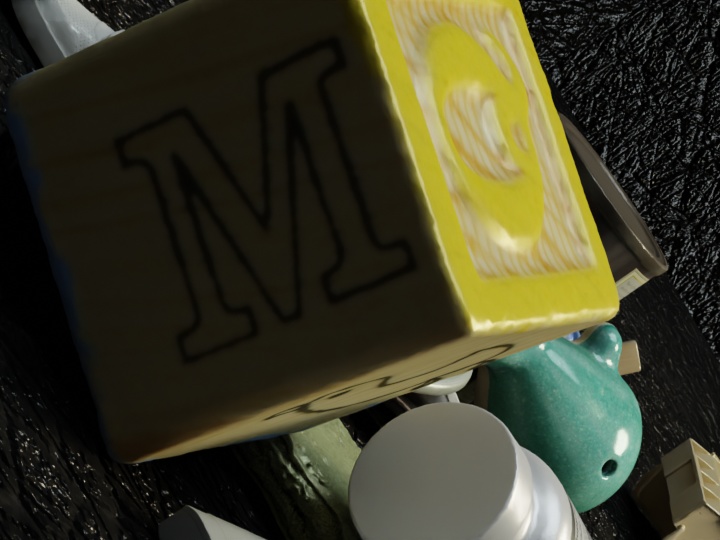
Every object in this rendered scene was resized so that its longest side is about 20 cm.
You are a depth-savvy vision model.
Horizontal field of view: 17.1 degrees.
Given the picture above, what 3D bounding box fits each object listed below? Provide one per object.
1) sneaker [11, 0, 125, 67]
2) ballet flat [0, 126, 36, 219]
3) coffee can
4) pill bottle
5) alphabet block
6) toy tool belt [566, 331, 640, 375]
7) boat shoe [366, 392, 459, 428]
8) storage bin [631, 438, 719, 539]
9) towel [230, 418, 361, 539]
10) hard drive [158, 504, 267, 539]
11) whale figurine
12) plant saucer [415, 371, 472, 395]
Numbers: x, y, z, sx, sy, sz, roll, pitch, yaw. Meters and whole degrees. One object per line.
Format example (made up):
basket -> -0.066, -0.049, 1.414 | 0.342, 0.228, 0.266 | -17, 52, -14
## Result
sneaker -> -0.111, -0.116, 1.444 | 0.200, 0.116, 0.074 | 51, 14, -5
ballet flat -> -0.143, -0.061, 1.291 | 0.066, 0.057, 0.200 | 52, 11, 1
coffee can -> 0.112, -0.004, 1.833 | 0.146, 0.200, 0.146 | 52, 11, -14
pill bottle -> 0.070, 0.162, 1.308 | 0.200, 0.116, 0.116 | 58, 5, -49
alphabet block -> -0.021, -0.033, 1.166 | 0.195, 0.200, 0.197 | -7, 77, -62
toy tool belt -> 0.141, 0.032, 2.054 | 0.200, 0.123, 0.125 | 55, 11, 1
boat shoe -> 0.058, 0.143, 1.589 | 0.200, 0.057, 0.067 | 62, -23, 15
storage bin -> 0.343, 0.282, 2.255 | 0.199, 0.094, 0.200 | 53, 12, -9
towel -> -0.056, 0.070, 1.338 | 0.200, 0.036, 0.148 | 55, 10, 4
hard drive -> -0.018, 0.193, 1.162 | 0.132, 0.026, 0.200 | 61, 13, 28
whale figurine -> 0.140, 0.099, 1.756 | 0.104, 0.159, 0.200 | 37, -21, 44
plant saucer -> 0.000, 0.000, 1.568 | 0.200, 0.050, 0.200 | 31, 20, -12
